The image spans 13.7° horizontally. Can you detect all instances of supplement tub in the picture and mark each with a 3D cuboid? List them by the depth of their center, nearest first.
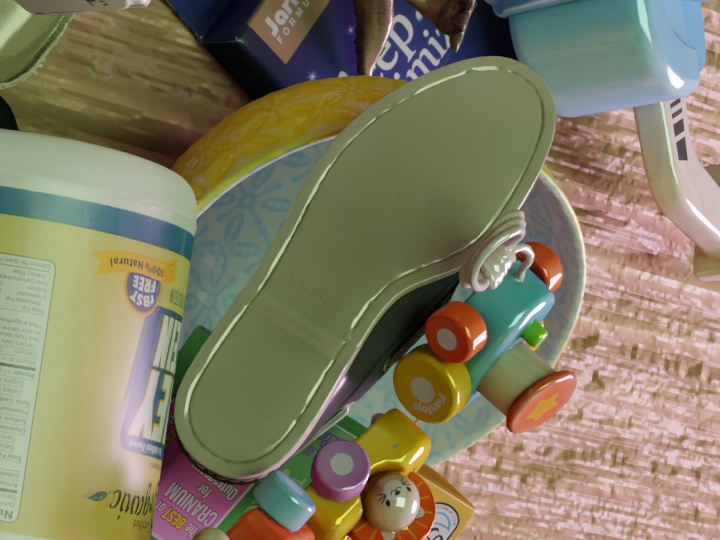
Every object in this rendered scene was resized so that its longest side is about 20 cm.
[{"bbox_3d":[-0.144,0.054,1.117,0.144,0.144,0.201,13,82,-39],"label":"supplement tub"}]

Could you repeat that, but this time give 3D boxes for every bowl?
[{"bbox_3d":[-0.014,-0.013,1.262,0.199,0.108,0.201,-11,132,-12],"label":"bowl"}]

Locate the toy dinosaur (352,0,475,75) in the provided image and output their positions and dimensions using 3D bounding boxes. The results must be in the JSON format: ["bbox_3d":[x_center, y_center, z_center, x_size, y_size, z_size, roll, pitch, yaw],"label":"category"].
[{"bbox_3d":[-0.004,-0.163,1.242,0.135,0.200,0.086,21,61,3],"label":"toy dinosaur"}]

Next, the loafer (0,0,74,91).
[{"bbox_3d":[-0.126,-0.155,1.203,0.076,0.068,0.200,34,68,-28],"label":"loafer"}]

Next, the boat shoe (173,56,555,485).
[{"bbox_3d":[0.000,0.000,1.156,0.073,0.063,0.200,38,80,7],"label":"boat shoe"}]

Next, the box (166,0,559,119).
[{"bbox_3d":[0.006,-0.102,1.341,0.200,0.032,0.121,47,64,-29],"label":"box"}]

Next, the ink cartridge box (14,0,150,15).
[{"bbox_3d":[-0.101,-0.213,1.085,0.145,0.084,0.200,41,67,-31],"label":"ink cartridge box"}]

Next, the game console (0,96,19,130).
[{"bbox_3d":[-0.179,0.050,1.202,0.177,0.031,0.200,-34,113,-37],"label":"game console"}]

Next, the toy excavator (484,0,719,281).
[{"bbox_3d":[0.129,-0.094,1.380,0.194,0.100,0.201,-3,86,-60],"label":"toy excavator"}]

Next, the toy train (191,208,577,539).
[{"bbox_3d":[0.015,0.071,1.132,0.056,0.150,0.200,43,93,10],"label":"toy train"}]

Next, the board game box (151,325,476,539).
[{"bbox_3d":[-0.066,0.141,1.235,0.153,0.040,0.200,33,95,-39],"label":"board game box"}]
